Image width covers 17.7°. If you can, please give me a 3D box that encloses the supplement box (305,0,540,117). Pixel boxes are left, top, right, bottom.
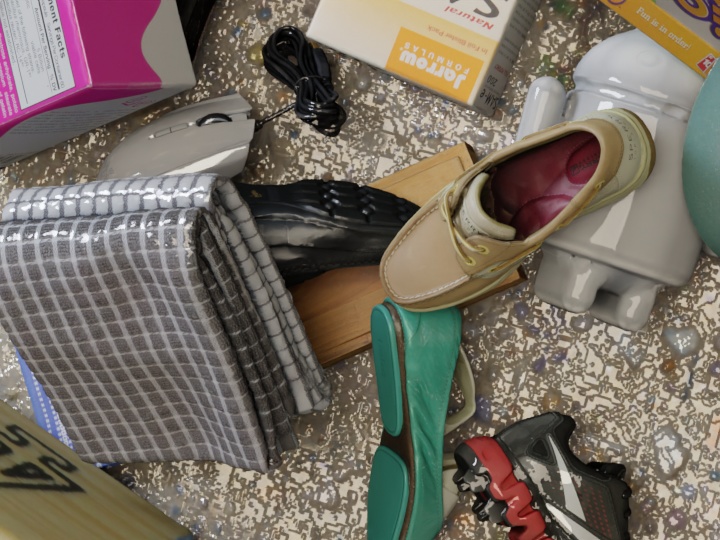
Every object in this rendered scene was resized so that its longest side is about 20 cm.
[{"bbox_3d":[0.063,-0.218,1.519,0.126,0.074,0.201,23,93,12],"label":"supplement box"}]

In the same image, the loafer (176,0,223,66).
[{"bbox_3d":[-0.109,-0.210,1.551,0.071,0.073,0.201,28,105,44],"label":"loafer"}]

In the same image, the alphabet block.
[{"bbox_3d":[-0.259,0.210,1.500,0.199,0.196,0.196,32,102,12],"label":"alphabet block"}]

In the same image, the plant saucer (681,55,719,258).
[{"bbox_3d":[0.291,-0.080,1.415,0.200,0.200,0.036,-52,36,6],"label":"plant saucer"}]

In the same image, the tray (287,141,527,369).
[{"bbox_3d":[0.000,0.000,1.544,0.199,0.037,0.099,-24,83,11],"label":"tray"}]

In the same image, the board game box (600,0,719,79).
[{"bbox_3d":[0.193,-0.175,1.437,0.200,0.096,0.030,38,128,-7],"label":"board game box"}]

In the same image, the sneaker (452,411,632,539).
[{"bbox_3d":[0.146,0.177,1.483,0.098,0.071,0.201,-33,93,-9],"label":"sneaker"}]

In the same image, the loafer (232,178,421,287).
[{"bbox_3d":[-0.051,-0.019,1.495,0.199,0.068,0.071,2,116,-7],"label":"loafer"}]

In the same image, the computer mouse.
[{"bbox_3d":[-0.106,-0.088,1.547,0.199,0.044,0.110,-31,43,12],"label":"computer mouse"}]

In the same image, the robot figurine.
[{"bbox_3d":[0.174,-0.066,1.468,0.169,0.113,0.201,18,92,-22],"label":"robot figurine"}]

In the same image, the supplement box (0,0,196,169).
[{"bbox_3d":[-0.220,-0.138,1.526,0.199,0.101,0.104,-17,84,37],"label":"supplement box"}]

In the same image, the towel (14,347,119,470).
[{"bbox_3d":[-0.147,0.050,1.559,0.199,0.024,0.146,-20,84,23],"label":"towel"}]

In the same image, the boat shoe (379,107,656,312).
[{"bbox_3d":[0.083,-0.039,1.408,0.200,0.066,0.074,-36,74,25],"label":"boat shoe"}]

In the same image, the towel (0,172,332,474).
[{"bbox_3d":[-0.131,0.040,1.446,0.165,0.086,0.201,-6,124,26],"label":"towel"}]

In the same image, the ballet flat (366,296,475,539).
[{"bbox_3d":[0.043,0.111,1.509,0.070,0.067,0.201,-5,107,-19],"label":"ballet flat"}]
